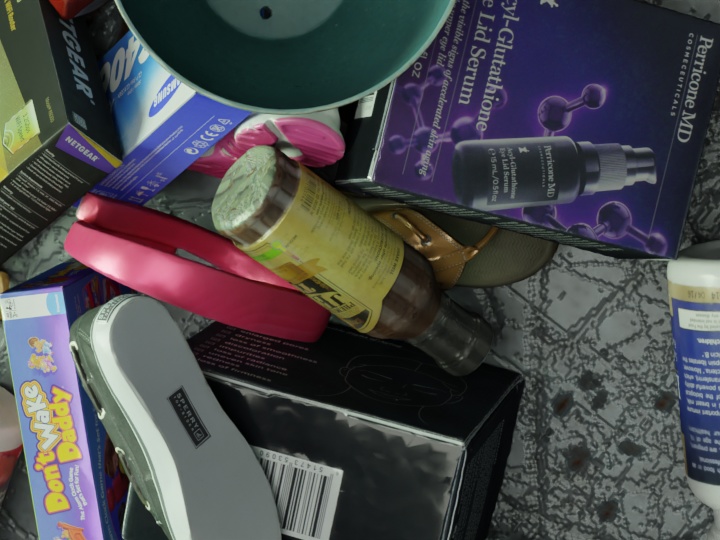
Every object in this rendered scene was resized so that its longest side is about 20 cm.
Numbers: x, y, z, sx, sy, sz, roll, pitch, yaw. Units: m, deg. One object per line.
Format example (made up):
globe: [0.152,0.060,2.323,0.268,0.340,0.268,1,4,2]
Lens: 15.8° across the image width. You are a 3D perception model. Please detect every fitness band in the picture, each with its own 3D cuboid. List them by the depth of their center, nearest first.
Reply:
fitness band: [-0.099,0.001,1.601,0.143,0.200,0.038,28,97,27]

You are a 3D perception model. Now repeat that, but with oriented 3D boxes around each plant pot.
plant pot: [-0.046,-0.183,1.456,0.199,0.135,0.201,0,89,-5]

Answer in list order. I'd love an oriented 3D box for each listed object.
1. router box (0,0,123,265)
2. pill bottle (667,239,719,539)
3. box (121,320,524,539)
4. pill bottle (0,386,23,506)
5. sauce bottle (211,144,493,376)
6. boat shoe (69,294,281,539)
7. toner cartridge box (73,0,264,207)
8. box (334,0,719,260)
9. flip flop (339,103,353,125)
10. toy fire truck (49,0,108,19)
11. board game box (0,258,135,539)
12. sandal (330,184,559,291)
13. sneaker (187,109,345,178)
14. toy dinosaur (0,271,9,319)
router box: [-0.239,-0.094,1.644,0.157,0.200,0.052,-39,131,17]
pill bottle: [0.253,0.083,1.585,0.115,0.116,0.201,-4,98,15]
box: [-0.019,0.114,1.617,0.199,0.197,0.124,15,104,11]
pill bottle: [-0.304,0.170,1.743,0.110,0.111,0.201,24,105,9]
sauce bottle: [0.000,0.000,1.579,0.200,0.065,0.065,35,109,-27]
boat shoe: [-0.108,0.106,1.507,0.057,0.069,0.201,-11,106,50]
toner cartridge box: [-0.122,-0.110,1.603,0.043,0.200,0.095,13,65,-25]
box: [0.102,-0.098,1.548,0.199,0.104,0.149,13,88,-12]
flip flop: [0.051,-0.112,1.633,0.200,0.058,0.081,28,138,-7]
toy fire truck: [-0.121,-0.225,1.597,0.200,0.168,0.112,-36,90,17]
board game box: [-0.176,0.098,1.686,0.045,0.134,0.201,-6,98,15]
sandal: [0.028,-0.018,1.643,0.199,0.055,0.082,3,125,14]
sneaker: [-0.059,-0.104,1.616,0.081,0.200,0.089,16,75,-25]
toy dinosaur: [-0.260,-0.016,1.726,0.199,0.060,0.107,-25,92,17]
